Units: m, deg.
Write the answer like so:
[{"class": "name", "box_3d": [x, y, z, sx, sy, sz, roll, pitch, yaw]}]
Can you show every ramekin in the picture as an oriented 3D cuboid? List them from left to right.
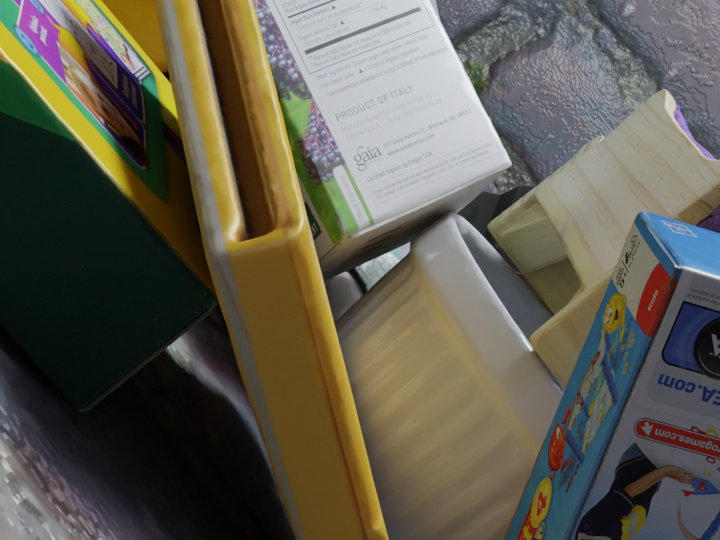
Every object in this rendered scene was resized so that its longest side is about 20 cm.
[{"class": "ramekin", "box_3d": [0.055, 0.087, 0.900, 0.200, 0.105, 0.200, 51, 7, -9]}]

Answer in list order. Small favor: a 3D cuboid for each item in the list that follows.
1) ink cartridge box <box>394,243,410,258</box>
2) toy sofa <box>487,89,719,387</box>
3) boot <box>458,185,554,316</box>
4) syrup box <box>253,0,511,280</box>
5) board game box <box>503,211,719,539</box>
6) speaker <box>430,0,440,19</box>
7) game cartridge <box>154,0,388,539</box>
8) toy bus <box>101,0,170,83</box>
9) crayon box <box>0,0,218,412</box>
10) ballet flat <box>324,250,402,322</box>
[{"class": "ink cartridge box", "box_3d": [0.000, 0.000, 1.068, 0.095, 0.037, 0.200, 15, -17, 31]}, {"class": "toy sofa", "box_3d": [0.117, 0.004, 0.891, 0.083, 0.098, 0.200, 50, 7, -12]}, {"class": "boot", "box_3d": [0.035, -0.006, 1.151, 0.074, 0.200, 0.076, -57, 150, -41]}, {"class": "syrup box", "box_3d": [-0.028, -0.104, 0.910, 0.200, 0.081, 0.079, 63, -23, 6]}, {"class": "board game box", "box_3d": [0.152, 0.102, 0.782, 0.200, 0.196, 0.056, 17, 18, -14]}, {"class": "speaker", "box_3d": [0.019, -0.064, 1.218, 0.081, 0.081, 0.200, -115, -171, -59]}, {"class": "game cartridge", "box_3d": [-0.023, 0.010, 0.728, 0.177, 0.032, 0.200, -105, 179, -48]}, {"class": "toy bus", "box_3d": [-0.126, -0.133, 0.905, 0.200, 0.065, 0.078, 56, -21, 24]}, {"class": "crayon box", "box_3d": [-0.122, -0.069, 0.719, 0.173, 0.058, 0.200, 49, 8, -19]}, {"class": "ballet flat", "box_3d": [-0.046, -0.016, 0.959, 0.200, 0.069, 0.071, 48, 26, -9]}]
